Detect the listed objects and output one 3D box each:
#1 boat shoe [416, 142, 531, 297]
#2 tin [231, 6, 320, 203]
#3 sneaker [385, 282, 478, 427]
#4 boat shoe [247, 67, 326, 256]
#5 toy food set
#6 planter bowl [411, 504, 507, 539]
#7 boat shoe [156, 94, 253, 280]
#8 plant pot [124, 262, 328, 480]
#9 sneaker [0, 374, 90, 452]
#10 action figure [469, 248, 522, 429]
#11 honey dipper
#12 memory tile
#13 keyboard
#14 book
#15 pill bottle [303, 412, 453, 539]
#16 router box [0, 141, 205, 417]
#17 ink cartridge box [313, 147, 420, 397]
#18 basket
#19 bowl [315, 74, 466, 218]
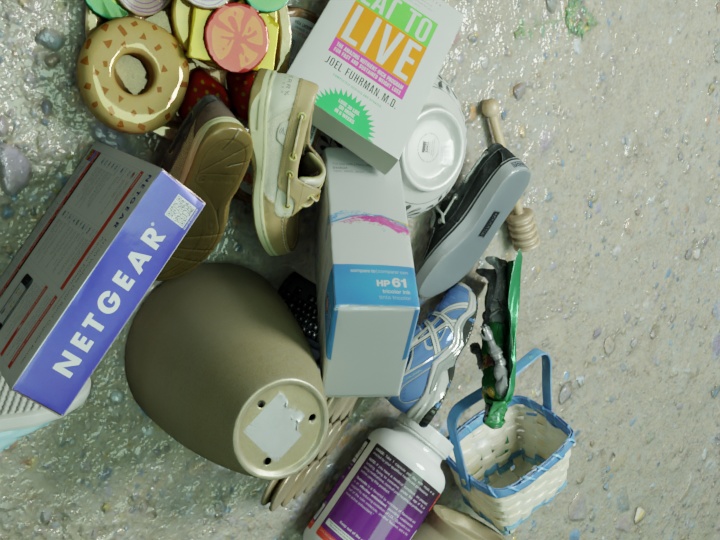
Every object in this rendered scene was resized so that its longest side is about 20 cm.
[{"bbox_3d":[0.119,-0.060,1.035,0.073,0.068,0.201,5,125,-46],"label":"boat shoe"},{"bbox_3d":[-0.087,-0.166,0.878,0.110,0.042,0.204,17,93,-33],"label":"tin"},{"bbox_3d":[0.084,0.084,1.028,0.202,0.076,0.076,-62,177,-40],"label":"sneaker"},{"bbox_3d":[-0.065,-0.091,0.813,0.203,0.065,0.075,90,8,-47],"label":"boat shoe"},{"bbox_3d":[-0.154,-0.219,0.784,0.195,0.049,0.203,5,98,-22],"label":"toy food set"},{"bbox_3d":[0.115,0.381,1.080,0.198,0.199,0.137,26,89,-37],"label":"planter bowl"},{"bbox_3d":[-0.158,-0.073,0.808,0.072,0.066,0.201,7,134,-38],"label":"boat shoe"},{"bbox_3d":[-0.113,0.112,0.829,0.183,0.199,0.192,-9,109,-26],"label":"plant pot"},{"bbox_3d":[-0.341,0.140,0.780,0.197,0.074,0.083,-16,142,-36],"label":"sneaker"},{"bbox_3d":[0.162,0.088,1.041,0.053,0.119,0.205,5,68,-5],"label":"action figure"},{"bbox_3d":[0.187,-0.119,1.087,0.038,0.038,0.204,-31,118,-23],"label":"honey dipper"},{"bbox_3d":[-0.045,0.184,0.946,0.155,0.017,0.200,-61,169,-2],"label":"memory tile"},{"bbox_3d":[-0.017,0.067,0.995,0.198,0.039,0.106,32,85,-38],"label":"keyboard"},{"bbox_3d":[0.011,-0.212,0.863,0.132,0.048,0.203,31,60,-12],"label":"book"},{"bbox_3d":[0.027,0.273,1.040,0.112,0.112,0.202,43,78,-35],"label":"pill bottle"},{"bbox_3d":[-0.236,-0.003,0.730,0.049,0.178,0.202,38,82,-35],"label":"router box"},{"bbox_3d":[0.000,0.000,0.859,0.082,0.203,0.146,0,141,-8],"label":"ink cartridge box"},{"bbox_3d":[0.187,0.222,1.121,0.174,0.138,0.204,-26,125,-27],"label":"basket"},{"bbox_3d":[0.053,-0.138,0.950,0.197,0.094,0.206,-11,111,-32],"label":"bowl"}]
